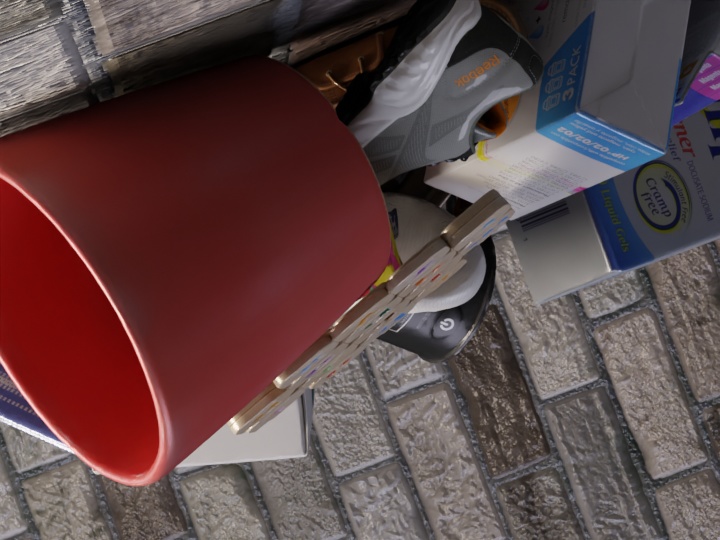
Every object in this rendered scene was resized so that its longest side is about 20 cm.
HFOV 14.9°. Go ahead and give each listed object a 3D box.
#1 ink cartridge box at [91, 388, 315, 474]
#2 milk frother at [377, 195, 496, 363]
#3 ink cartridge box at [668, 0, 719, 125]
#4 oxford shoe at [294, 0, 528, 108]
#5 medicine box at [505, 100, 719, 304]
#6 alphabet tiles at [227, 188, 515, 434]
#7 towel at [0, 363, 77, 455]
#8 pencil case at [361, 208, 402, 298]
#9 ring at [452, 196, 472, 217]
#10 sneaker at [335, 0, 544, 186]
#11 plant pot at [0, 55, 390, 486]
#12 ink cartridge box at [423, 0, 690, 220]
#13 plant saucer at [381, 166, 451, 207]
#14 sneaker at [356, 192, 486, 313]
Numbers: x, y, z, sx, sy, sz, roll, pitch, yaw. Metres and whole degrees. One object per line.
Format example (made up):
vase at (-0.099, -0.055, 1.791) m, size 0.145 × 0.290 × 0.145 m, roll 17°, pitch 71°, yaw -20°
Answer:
ink cartridge box at (-0.104, 0.060, 1.828) m, size 0.146 × 0.084 × 0.200 m, roll -5°, pitch -163°, yaw 3°
milk frother at (-0.006, -0.050, 2.153) m, size 0.188 × 0.181 × 0.200 m, roll 20°, pitch -171°, yaw -29°
ink cartridge box at (0.184, -0.122, 1.664) m, size 0.196 × 0.043 × 0.200 m, roll -30°, pitch -156°, yaw 53°
oxford shoe at (0.010, -0.103, 1.581) m, size 0.200 × 0.071 × 0.071 m, roll -20°, pitch 175°, yaw 39°
medicine box at (0.192, -0.096, 1.969) m, size 0.200 × 0.182 × 0.103 m, roll -19°, pitch 178°, yaw -35°
alphabet tiles at (0.006, 0.024, 1.560) m, size 0.200 × 0.015 × 0.196 m, roll -41°, pitch 174°, yaw 4°
towel at (-0.122, 0.026, 1.566) m, size 0.145 × 0.024 × 0.200 m, roll 19°, pitch -123°, yaw 40°
pencil case at (-0.069, 0.002, 1.644) m, size 0.200 × 0.088 × 0.088 m, roll -21°, pitch 178°, yaw 6°
ring at (0.116, -0.116, 1.756) m, size 0.200 × 0.019 × 0.200 m, roll -53°, pitch -175°, yaw 7°
sneaker at (0.028, -0.078, 1.495) m, size 0.200 × 0.079 × 0.074 m, roll -44°, pitch -162°, yaw 53°
plant pot at (-0.094, -0.012, 1.449) m, size 0.177 × 0.200 × 0.200 m, roll -31°, pitch -177°, yaw -26°
ink cartridge box at (0.102, -0.104, 1.602) m, size 0.068 × 0.115 × 0.200 m, roll 22°, pitch 157°, yaw -25°
plant saucer at (0.056, -0.085, 1.825) m, size 0.200 × 0.029 × 0.200 m, roll -53°, pitch -173°, yaw 10°
sneaker at (0.000, 0.000, 1.732) m, size 0.200 × 0.075 × 0.088 m, roll 5°, pitch 157°, yaw 32°
